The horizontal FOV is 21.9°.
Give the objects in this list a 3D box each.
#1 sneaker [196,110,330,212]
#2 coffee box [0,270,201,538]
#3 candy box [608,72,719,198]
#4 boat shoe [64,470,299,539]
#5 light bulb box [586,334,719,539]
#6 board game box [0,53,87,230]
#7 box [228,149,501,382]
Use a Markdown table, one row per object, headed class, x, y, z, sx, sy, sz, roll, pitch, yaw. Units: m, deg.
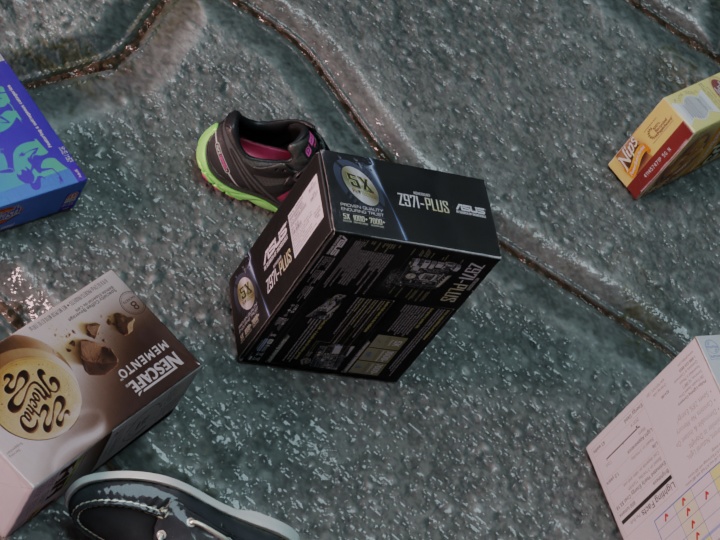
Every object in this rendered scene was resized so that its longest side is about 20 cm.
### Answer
| class | x | y | z | sx | sy | sz | roll | pitch | yaw |
| --- | --- | --- | --- | --- | --- | --- | --- | --- | --- |
| sneaker | -0.053 | -0.090 | 1.721 | 0.198 | 0.084 | 0.077 | 17 | 48 | -19 |
| coffee box | -0.235 | 0.101 | 1.453 | 0.113 | 0.080 | 0.200 | 45 | 45 | 9 |
| candy box | 0.370 | -0.158 | 2.021 | 0.199 | 0.116 | 0.055 | -24 | 70 | -42 |
| boat shoe | -0.134 | 0.210 | 1.432 | 0.198 | 0.076 | 0.061 | 16 | 42 | -20 |
| light bulb box | 0.328 | 0.192 | 1.651 | 0.124 | 0.199 | 0.202 | -2 | 57 | -31 |
| board game box | -0.352 | -0.096 | 1.564 | 0.199 | 0.045 | 0.153 | -23 | 70 | -41 |
| box | 0.000 | 0.000 | 1.597 | 0.162 | 0.200 | 0.087 | 9 | 51 | -26 |
